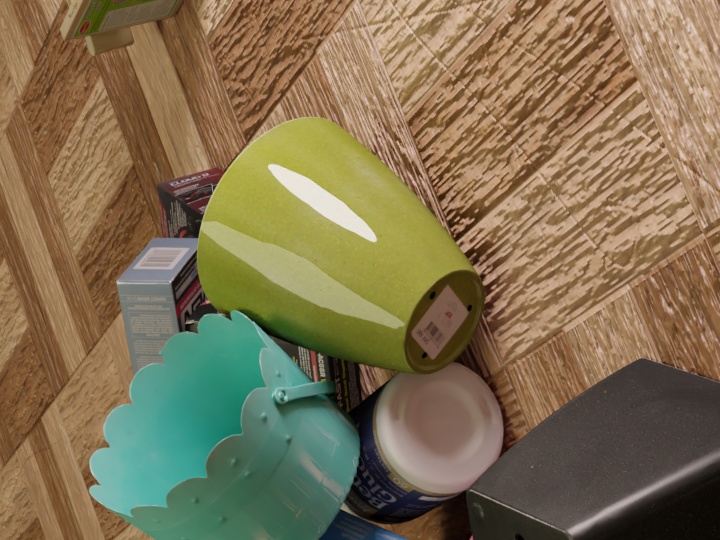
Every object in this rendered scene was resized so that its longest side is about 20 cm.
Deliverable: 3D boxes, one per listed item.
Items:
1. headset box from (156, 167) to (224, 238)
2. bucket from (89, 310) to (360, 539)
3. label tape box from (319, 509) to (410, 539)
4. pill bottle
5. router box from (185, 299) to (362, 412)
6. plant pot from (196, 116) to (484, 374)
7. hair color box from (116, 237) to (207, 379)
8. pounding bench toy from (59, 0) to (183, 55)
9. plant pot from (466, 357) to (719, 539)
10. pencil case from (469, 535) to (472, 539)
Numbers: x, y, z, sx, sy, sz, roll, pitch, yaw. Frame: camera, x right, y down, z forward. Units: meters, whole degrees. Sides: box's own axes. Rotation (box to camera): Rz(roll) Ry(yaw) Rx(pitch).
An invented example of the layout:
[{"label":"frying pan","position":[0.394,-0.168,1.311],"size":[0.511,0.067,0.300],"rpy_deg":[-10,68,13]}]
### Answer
[{"label":"headset box","position":[-0.133,-0.008,1.979],"size":[0.200,0.075,0.150],"rpy_deg":[31,132,56]},{"label":"bucket","position":[-0.107,0.148,1.614],"size":[0.135,0.208,0.207],"rpy_deg":[41,170,-28]},{"label":"label tape box","position":[0.019,0.254,1.675],"size":[0.200,0.066,0.143],"rpy_deg":[40,165,-36]},{"label":"pill bottle","position":[0.036,0.154,1.681],"size":[0.112,0.110,0.200],"rpy_deg":[68,155,11]},{"label":"router box","position":[-0.076,0.128,1.872],"size":[0.149,0.062,0.202],"rpy_deg":[5,115,25]},{"label":"plant pot","position":[0.000,0.000,1.612],"size":[0.199,0.186,0.188],"rpy_deg":[32,135,37]},{"label":"hair color box","position":[-0.176,0.080,1.906],"size":[0.060,0.099,0.202],"rpy_deg":[1,115,17]},{"label":"pounding bench toy","position":[-0.264,-0.325,1.997],"size":[0.157,0.123,0.200],"rpy_deg":[68,155,11]},{"label":"plant pot","position":[0.185,0.194,1.312],"size":[0.200,0.176,0.201],"rpy_deg":[16,120,60]},{"label":"pencil case","position":[0.134,0.214,1.541],"size":[0.088,0.087,0.200],"rpy_deg":[62,152,23]}]
